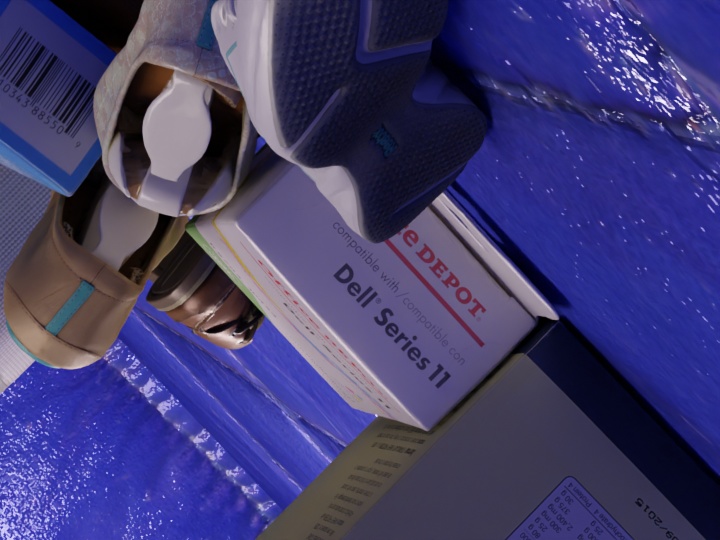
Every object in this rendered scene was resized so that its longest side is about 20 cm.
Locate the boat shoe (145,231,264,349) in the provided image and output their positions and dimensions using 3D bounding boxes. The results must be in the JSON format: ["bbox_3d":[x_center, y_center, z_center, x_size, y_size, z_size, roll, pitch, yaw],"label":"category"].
[{"bbox_3d":[-0.077,0.006,1.574,0.068,0.072,0.200,42,-178,-7],"label":"boat shoe"}]

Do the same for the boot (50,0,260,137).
[{"bbox_3d":[-0.136,-0.146,1.189,0.200,0.069,0.188,41,170,-37],"label":"boot"}]

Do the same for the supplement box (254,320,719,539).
[{"bbox_3d":[0.038,0.138,1.145,0.134,0.200,0.200,46,172,-4],"label":"supplement box"}]

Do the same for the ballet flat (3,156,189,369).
[{"bbox_3d":[-0.099,-0.032,1.174,0.069,0.063,0.200,33,-147,-15],"label":"ballet flat"}]

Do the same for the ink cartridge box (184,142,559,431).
[{"bbox_3d":[0.000,0.000,1.115,0.117,0.067,0.200,47,172,-7],"label":"ink cartridge box"}]

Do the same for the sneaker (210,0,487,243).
[{"bbox_3d":[-0.017,-0.071,0.840,0.080,0.070,0.200,46,173,17],"label":"sneaker"}]

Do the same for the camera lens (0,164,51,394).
[{"bbox_3d":[-0.188,-0.042,1.380,0.160,0.200,0.160,44,172,8],"label":"camera lens"}]

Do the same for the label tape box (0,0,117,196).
[{"bbox_3d":[-0.195,-0.111,1.164,0.143,0.066,0.200,38,174,-30],"label":"label tape box"}]

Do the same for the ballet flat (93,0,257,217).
[{"bbox_3d":[-0.072,-0.055,1.038,0.067,0.062,0.200,15,156,-1],"label":"ballet flat"}]
